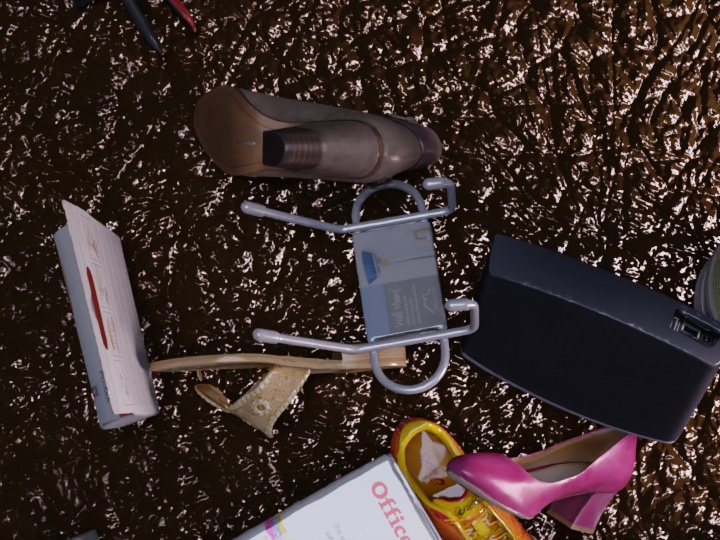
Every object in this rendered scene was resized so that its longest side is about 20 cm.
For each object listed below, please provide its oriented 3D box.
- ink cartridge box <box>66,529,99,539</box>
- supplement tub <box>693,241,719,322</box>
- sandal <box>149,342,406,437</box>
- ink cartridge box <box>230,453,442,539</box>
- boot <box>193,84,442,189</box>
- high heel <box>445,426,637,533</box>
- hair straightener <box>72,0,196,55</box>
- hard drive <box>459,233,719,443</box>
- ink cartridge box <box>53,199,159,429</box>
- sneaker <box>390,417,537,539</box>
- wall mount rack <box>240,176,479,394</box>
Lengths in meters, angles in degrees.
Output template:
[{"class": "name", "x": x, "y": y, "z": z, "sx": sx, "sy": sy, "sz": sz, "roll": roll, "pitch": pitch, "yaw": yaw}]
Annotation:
[{"class": "ink cartridge box", "x": -0.252, "y": 0.331, "z": 0.997, "sx": 0.146, "sy": 0.084, "sz": 0.200, "roll": -21, "pitch": 85, "yaw": 0}, {"class": "supplement tub", "x": 0.352, "y": 0.010, "z": 0.941, "sx": 0.145, "sy": 0.200, "sz": 0.145, "roll": 2, "pitch": 77, "yaw": -10}, {"class": "sandal", "x": -0.065, "y": 0.101, "z": 1.019, "sx": 0.211, "sy": 0.078, "sz": 0.070, "roll": -4, "pitch": 82, "yaw": -5}, {"class": "ink cartridge box", "x": -0.028, "y": 0.253, "z": 0.970, "sx": 0.200, "sy": 0.085, "sz": 0.145, "roll": -29, "pitch": 82, "yaw": -5}, {"class": "boot", "x": -0.034, "y": -0.110, "z": 1.030, "sx": 0.146, "sy": 0.200, "sz": 0.070, "roll": -4, "pitch": 110, "yaw": -32}, {"class": "high heel", "x": 0.147, "y": 0.145, "z": 0.965, "sx": 0.200, "sy": 0.067, "sz": 0.096, "roll": 24, "pitch": 92, "yaw": -39}, {"class": "hair straightener", "x": -0.230, "y": -0.265, "z": 1.076, "sx": 0.077, "sy": 0.041, "sz": 0.200, "roll": -38, "pitch": 85, "yaw": -2}, {"class": "hard drive", "x": 0.180, "y": 0.060, "z": 0.987, "sx": 0.200, "sy": 0.135, "sz": 0.042, "roll": 23, "pitch": 45, "yaw": 9}, {"class": "ink cartridge box", "x": -0.209, "y": 0.042, "z": 0.965, "sx": 0.050, "sy": 0.200, "sz": 0.162, "roll": -15, "pitch": 84, "yaw": 0}, {"class": "sneaker", "x": 0.089, "y": 0.207, "z": 1.004, "sx": 0.073, "sy": 0.077, "sz": 0.200, "roll": -41, "pitch": 86, "yaw": -4}, {"class": "wall mount rack", "x": 0.000, "y": 0.000, "z": 0.996, "sx": 0.173, "sy": 0.075, "sz": 0.200, "roll": -10, "pitch": 61, "yaw": 3}]
